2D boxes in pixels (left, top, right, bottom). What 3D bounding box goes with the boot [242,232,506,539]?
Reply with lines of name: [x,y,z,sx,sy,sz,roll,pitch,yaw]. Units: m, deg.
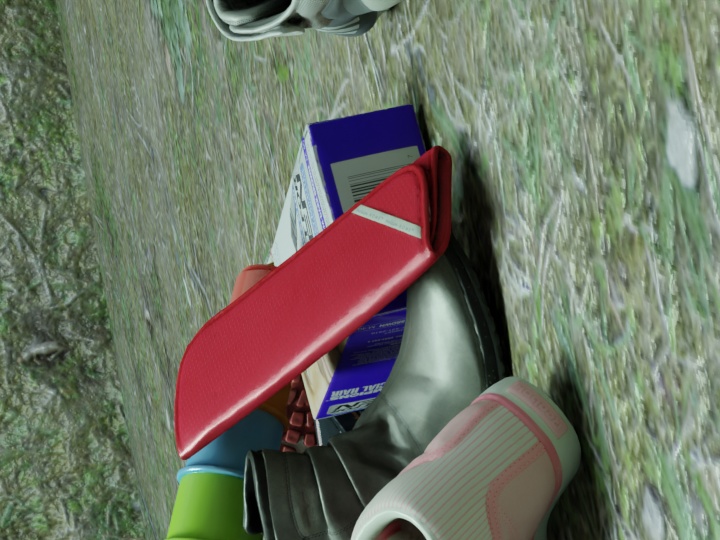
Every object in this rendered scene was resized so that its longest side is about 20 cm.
boot: [0.005,0.085,1.230,0.068,0.130,0.202,-126,27,-65]

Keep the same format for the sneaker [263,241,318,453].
sneaker: [-0.027,0.072,1.565,0.082,0.077,0.202,-149,59,-81]

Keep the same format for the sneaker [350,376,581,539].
sneaker: [0.037,0.136,1.146,0.075,0.105,0.201,38,150,19]

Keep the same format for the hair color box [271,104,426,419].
hair color box: [0.000,0.000,1.359,0.200,0.064,0.110,107,150,-71]

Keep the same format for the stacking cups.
stacking cups: [-0.063,0.093,1.299,0.061,0.060,0.201,109,174,-69]

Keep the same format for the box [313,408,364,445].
box: [0.020,0.177,1.460,0.159,0.046,0.202,-131,31,-68]

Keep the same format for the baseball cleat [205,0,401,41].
baseball cleat: [-0.031,-0.149,1.258,0.200,0.106,0.070,165,90,-81]

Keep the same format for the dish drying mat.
dish drying mat: [-0.027,0.016,1.238,0.200,0.018,0.077,-37,36,35]
